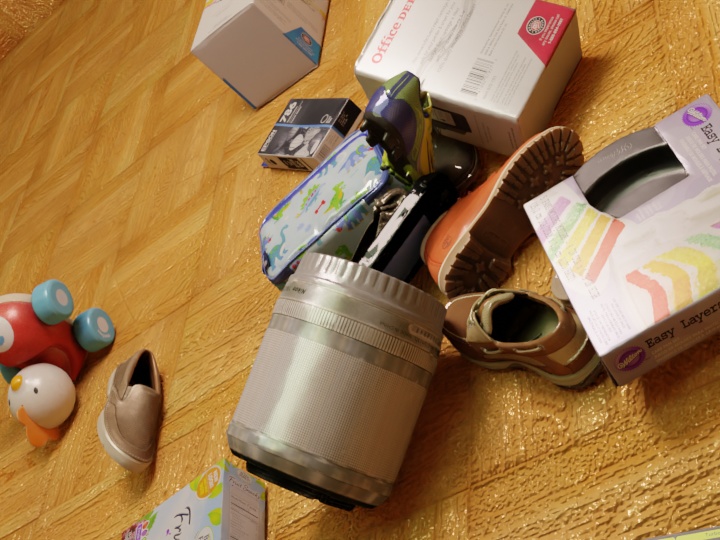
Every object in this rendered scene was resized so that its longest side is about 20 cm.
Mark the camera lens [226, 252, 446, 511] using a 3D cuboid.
[{"bbox_3d":[-0.021,0.104,1.037,0.159,0.159,0.202,9,75,56],"label":"camera lens"}]

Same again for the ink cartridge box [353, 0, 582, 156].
[{"bbox_3d":[0.115,-0.221,1.215,0.198,0.084,0.146,21,73,26],"label":"ink cartridge box"}]

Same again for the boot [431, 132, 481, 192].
[{"bbox_3d":[0.064,-0.155,1.287,0.075,0.097,0.200,-46,30,6],"label":"boot"}]

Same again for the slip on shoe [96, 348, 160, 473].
[{"bbox_3d":[-0.281,0.172,1.436,0.061,0.076,0.201,-49,22,17],"label":"slip on shoe"}]

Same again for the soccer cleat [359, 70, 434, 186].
[{"bbox_3d":[0.054,-0.138,1.175,0.064,0.200,0.084,33,84,19],"label":"soccer cleat"}]

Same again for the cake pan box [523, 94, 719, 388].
[{"bbox_3d":[0.241,-0.031,0.907,0.183,0.052,0.201,-29,41,12],"label":"cake pan box"}]

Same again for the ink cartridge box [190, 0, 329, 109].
[{"bbox_3d":[-0.152,-0.393,1.788,0.144,0.147,0.202,-29,36,33],"label":"ink cartridge box"}]

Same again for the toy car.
[{"bbox_3d":[-0.469,0.151,1.636,0.183,0.177,0.202,-24,51,20],"label":"toy car"}]

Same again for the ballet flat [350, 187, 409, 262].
[{"bbox_3d":[0.000,0.000,1.235,0.202,0.046,0.067,-60,33,8],"label":"ballet flat"}]

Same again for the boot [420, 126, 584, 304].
[{"bbox_3d":[0.133,-0.067,1.128,0.201,0.075,0.107,-50,25,5],"label":"boot"}]

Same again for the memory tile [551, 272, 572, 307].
[{"bbox_3d":[0.255,-0.054,0.999,0.199,0.017,0.155,-24,40,38],"label":"memory tile"}]

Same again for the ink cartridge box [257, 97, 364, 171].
[{"bbox_3d":[-0.080,-0.189,1.580,0.199,0.039,0.100,9,66,57],"label":"ink cartridge box"}]

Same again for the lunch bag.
[{"bbox_3d":[-0.031,-0.063,1.338,0.200,0.082,0.161,-41,29,16],"label":"lunch bag"}]

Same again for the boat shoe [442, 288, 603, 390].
[{"bbox_3d":[0.133,0.044,1.002,0.199,0.074,0.076,9,64,56],"label":"boat shoe"}]

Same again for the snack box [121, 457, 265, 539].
[{"bbox_3d":[-0.172,0.315,1.135,0.168,0.067,0.201,-37,34,24],"label":"snack box"}]

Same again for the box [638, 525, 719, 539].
[{"bbox_3d":[0.174,0.263,0.704,0.198,0.048,0.195,-18,41,24],"label":"box"}]

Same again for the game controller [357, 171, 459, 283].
[{"bbox_3d":[0.035,-0.008,1.176,0.042,0.104,0.201,34,86,32],"label":"game controller"}]
